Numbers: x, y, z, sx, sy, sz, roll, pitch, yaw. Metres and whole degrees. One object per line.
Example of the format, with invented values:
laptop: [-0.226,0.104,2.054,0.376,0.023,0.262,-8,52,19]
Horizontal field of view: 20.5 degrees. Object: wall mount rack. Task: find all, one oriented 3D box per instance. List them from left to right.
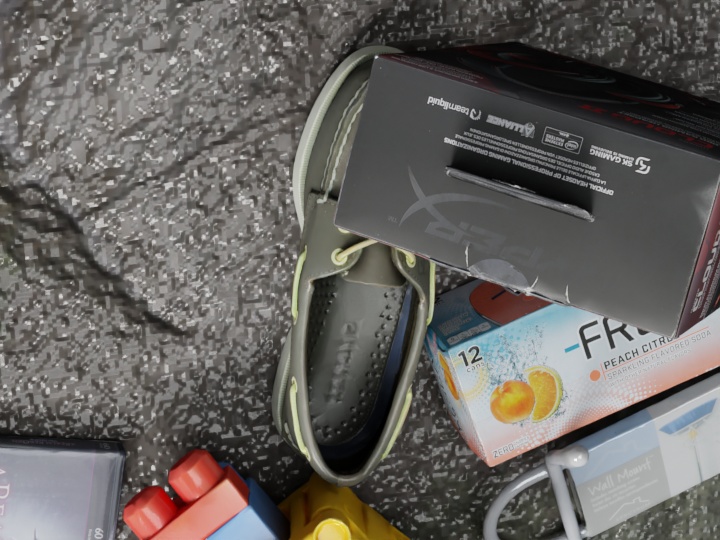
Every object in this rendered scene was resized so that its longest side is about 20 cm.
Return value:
wall mount rack: [0.155,0.091,0.956,0.199,0.075,0.174,-26,136,-5]

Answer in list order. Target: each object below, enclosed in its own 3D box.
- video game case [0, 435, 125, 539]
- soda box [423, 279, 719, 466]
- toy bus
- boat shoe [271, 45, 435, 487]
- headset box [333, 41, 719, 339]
video game case: [-0.217,0.143,0.927,0.199,0.019,0.144,5,106,-15]
soda box: [0.130,0.017,0.952,0.199,0.064,0.069,-23,112,-8]
toy bus: [-0.053,0.184,0.931,0.200,0.136,0.192,-42,99,4]
boat shoe: [0.003,0.000,0.915,0.072,0.060,0.203,5,106,-16]
headset box: [0.090,-0.039,0.826,0.148,0.200,0.075,19,104,20]
